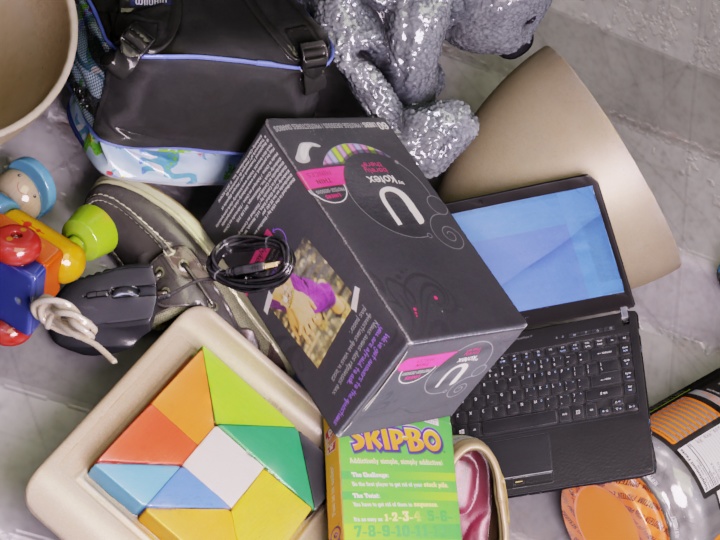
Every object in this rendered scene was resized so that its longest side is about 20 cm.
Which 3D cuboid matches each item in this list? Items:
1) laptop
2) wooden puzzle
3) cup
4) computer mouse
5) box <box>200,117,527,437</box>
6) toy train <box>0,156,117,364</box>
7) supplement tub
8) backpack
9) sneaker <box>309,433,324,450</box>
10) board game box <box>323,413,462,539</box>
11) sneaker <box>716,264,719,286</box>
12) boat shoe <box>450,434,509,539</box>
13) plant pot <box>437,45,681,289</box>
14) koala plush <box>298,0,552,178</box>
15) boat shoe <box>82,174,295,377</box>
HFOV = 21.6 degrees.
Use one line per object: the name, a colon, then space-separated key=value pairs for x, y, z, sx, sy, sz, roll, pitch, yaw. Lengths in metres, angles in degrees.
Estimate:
laptop: x=0.109 y=0.055 z=1.379 sx=0.103 sy=0.176 sz=0.201 roll=43 pitch=40 yaw=-60
wooden puzzle: x=-0.096 y=0.139 z=1.255 sx=0.185 sy=0.037 sz=0.200 roll=41 pitch=52 yaw=-1
cup: x=-0.309 y=-0.148 z=1.290 sx=0.199 sy=0.143 sz=0.201 roll=10 pitch=65 yaw=-22
computer mouse: x=-0.135 y=0.012 z=1.290 sx=0.034 sy=0.199 sz=0.059 roll=41 pitch=38 yaw=-50
box: x=0.000 y=0.000 z=1.308 sx=0.122 sy=0.106 sz=0.200 roll=-7 pitch=54 yaw=-45
toy train: x=-0.206 y=-0.005 z=1.283 sx=0.200 sy=0.085 sz=0.116 roll=29 pitch=39 yaw=22
supplement tub: x=0.256 y=0.155 z=1.449 sx=0.199 sy=0.123 sz=0.123 roll=-24 pitch=80 yaw=-32
backpack: x=-0.137 y=-0.159 z=1.367 sx=0.182 sy=0.147 sz=0.200 roll=-1 pitch=41 yaw=-29
sneaker: x=-0.038 y=0.188 z=1.321 sx=0.108 sy=0.067 sz=0.202 roll=26 pitch=56 yaw=-11
board game box: x=0.023 y=0.163 z=1.271 sx=0.095 sy=0.030 sz=0.201 roll=19 pitch=48 yaw=-25
sneaker: x=0.381 y=0.057 z=1.584 sx=0.200 sy=0.073 sz=0.082 roll=32 pitch=59 yaw=-9
boat shoe: x=0.069 y=0.216 z=1.340 sx=0.074 sy=0.066 sz=0.201 roll=0 pitch=82 yaw=-8
plant pot: x=0.139 y=-0.053 z=1.464 sx=0.134 sy=0.200 sz=0.201 roll=-32 pitch=83 yaw=2
koala plush: x=0.068 y=-0.204 z=1.421 sx=0.200 sy=0.177 sz=0.184 roll=-32 pitch=111 yaw=4
boat shoe: x=-0.127 y=0.017 z=1.351 sx=0.201 sy=0.072 sz=0.066 roll=46 pitch=51 yaw=-7
